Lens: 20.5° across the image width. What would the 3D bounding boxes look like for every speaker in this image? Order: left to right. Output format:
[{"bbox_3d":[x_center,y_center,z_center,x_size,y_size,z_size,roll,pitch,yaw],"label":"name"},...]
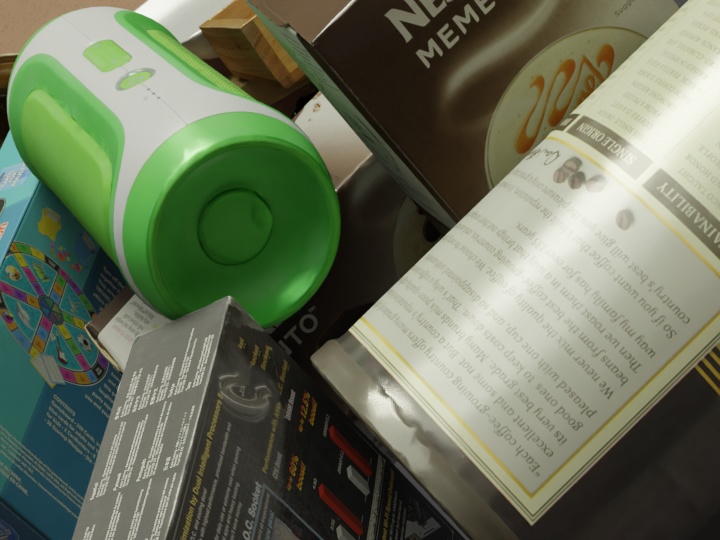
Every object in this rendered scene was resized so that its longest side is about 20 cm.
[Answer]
[{"bbox_3d":[-0.077,-0.044,0.768,0.088,0.089,0.200,-45,30,-3],"label":"speaker"}]

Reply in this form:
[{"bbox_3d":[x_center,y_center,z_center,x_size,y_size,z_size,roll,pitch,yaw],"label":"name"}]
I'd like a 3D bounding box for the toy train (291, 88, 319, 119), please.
[{"bbox_3d":[-0.014,-0.065,0.947,0.046,0.034,0.200,-50,9,15],"label":"toy train"}]

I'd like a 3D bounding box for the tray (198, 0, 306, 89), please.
[{"bbox_3d":[-0.018,-0.129,0.926,0.098,0.037,0.200,-38,11,-3],"label":"tray"}]

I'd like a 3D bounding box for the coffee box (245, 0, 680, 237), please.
[{"bbox_3d":[0.065,-0.061,0.737,0.114,0.200,0.080,-44,30,-1],"label":"coffee box"}]

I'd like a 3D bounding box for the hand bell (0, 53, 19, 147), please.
[{"bbox_3d":[-0.240,-0.074,1.252,0.104,0.104,0.200,-52,19,-16],"label":"hand bell"}]

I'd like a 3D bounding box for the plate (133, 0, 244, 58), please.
[{"bbox_3d":[-0.048,-0.175,1.135,0.200,0.032,0.199,-39,18,-15],"label":"plate"}]

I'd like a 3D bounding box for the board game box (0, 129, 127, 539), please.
[{"bbox_3d":[-0.120,0.045,0.871,0.047,0.151,0.201,-20,37,33],"label":"board game box"}]

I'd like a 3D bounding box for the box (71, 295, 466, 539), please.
[{"bbox_3d":[-0.030,0.134,0.649,0.050,0.158,0.201,-23,36,30],"label":"box"}]

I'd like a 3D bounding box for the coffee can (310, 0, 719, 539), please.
[{"bbox_3d":[0.104,0.013,0.651,0.200,0.146,0.146,-44,30,-2],"label":"coffee can"}]

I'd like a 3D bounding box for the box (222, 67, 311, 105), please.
[{"bbox_3d":[0.017,-0.154,1.050,0.199,0.021,0.164,-26,20,27],"label":"box"}]

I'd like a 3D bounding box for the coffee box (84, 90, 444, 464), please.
[{"bbox_3d":[0.000,0.000,0.824,0.200,0.113,0.080,-45,30,-4],"label":"coffee box"}]
